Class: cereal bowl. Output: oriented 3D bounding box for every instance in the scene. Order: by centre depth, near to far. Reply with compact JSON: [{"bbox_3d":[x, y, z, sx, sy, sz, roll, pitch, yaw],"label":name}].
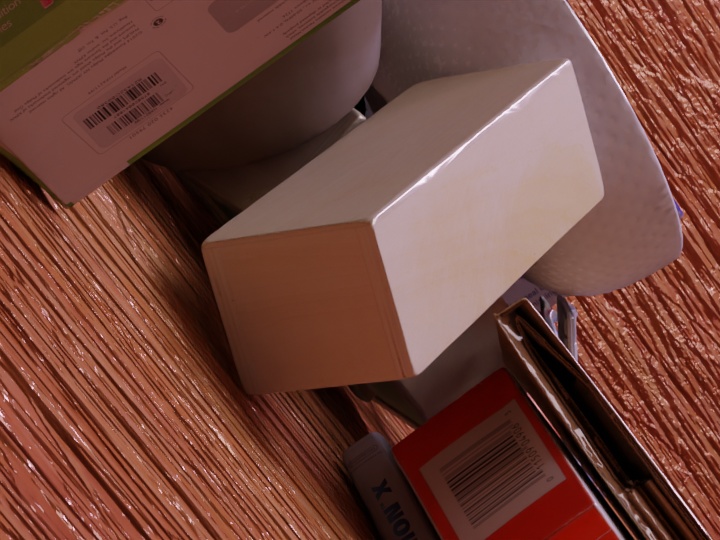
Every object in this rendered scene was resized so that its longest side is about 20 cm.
[{"bbox_3d":[0.060,-0.069,1.284,0.200,0.083,0.200,57,-5,8],"label":"cereal bowl"}]

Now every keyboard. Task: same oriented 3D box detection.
[{"bbox_3d":[0.098,0.114,1.310,0.056,0.011,0.200,-61,149,-80],"label":"keyboard"}]

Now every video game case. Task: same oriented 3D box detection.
[{"bbox_3d":[0.074,0.180,1.160,0.200,0.022,0.182,52,5,-41],"label":"video game case"}]

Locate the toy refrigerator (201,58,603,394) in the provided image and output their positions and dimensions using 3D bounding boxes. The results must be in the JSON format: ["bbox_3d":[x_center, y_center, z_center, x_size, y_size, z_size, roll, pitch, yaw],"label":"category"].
[{"bbox_3d":[0.023,-0.018,1.112,0.200,0.076,0.070,-40,118,-57],"label":"toy refrigerator"}]

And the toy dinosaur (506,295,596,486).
[{"bbox_3d":[0.086,0.048,1.391,0.200,0.105,0.182,37,-31,50],"label":"toy dinosaur"}]

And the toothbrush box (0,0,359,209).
[{"bbox_3d":[-0.100,-0.147,0.945,0.200,0.146,0.086,57,5,27],"label":"toothbrush box"}]

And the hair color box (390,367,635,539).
[{"bbox_3d":[0.100,0.146,1.138,0.200,0.064,0.111,51,4,-31],"label":"hair color box"}]

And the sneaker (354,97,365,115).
[{"bbox_3d":[-0.028,-0.059,1.332,0.200,0.084,0.077,40,43,-54],"label":"sneaker"}]

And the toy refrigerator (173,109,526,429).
[{"bbox_3d":[0.000,0.000,1.257,0.076,0.070,0.200,33,-12,42],"label":"toy refrigerator"}]

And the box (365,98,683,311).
[{"bbox_3d":[0.033,-0.066,1.474,0.200,0.184,0.105,54,6,-22],"label":"box"}]

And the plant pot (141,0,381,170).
[{"bbox_3d":[-0.070,-0.143,1.135,0.200,0.200,0.174,-119,-171,-53],"label":"plant pot"}]

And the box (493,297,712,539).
[{"bbox_3d":[0.110,0.087,1.162,0.164,0.021,0.200,53,1,6],"label":"box"}]
